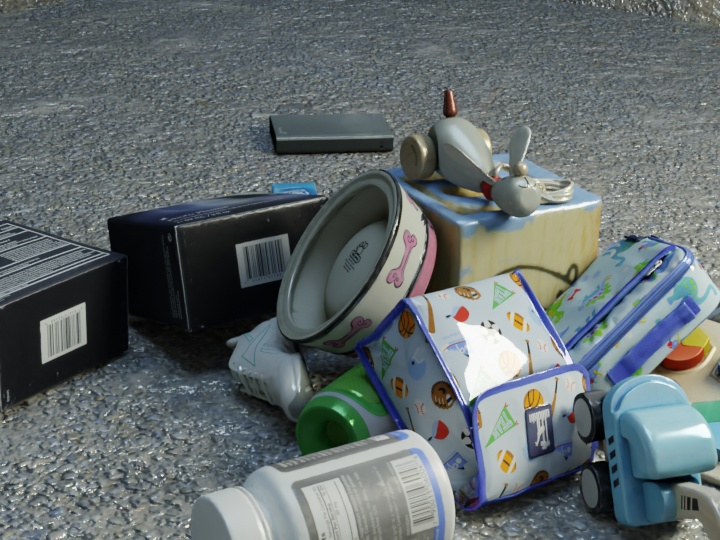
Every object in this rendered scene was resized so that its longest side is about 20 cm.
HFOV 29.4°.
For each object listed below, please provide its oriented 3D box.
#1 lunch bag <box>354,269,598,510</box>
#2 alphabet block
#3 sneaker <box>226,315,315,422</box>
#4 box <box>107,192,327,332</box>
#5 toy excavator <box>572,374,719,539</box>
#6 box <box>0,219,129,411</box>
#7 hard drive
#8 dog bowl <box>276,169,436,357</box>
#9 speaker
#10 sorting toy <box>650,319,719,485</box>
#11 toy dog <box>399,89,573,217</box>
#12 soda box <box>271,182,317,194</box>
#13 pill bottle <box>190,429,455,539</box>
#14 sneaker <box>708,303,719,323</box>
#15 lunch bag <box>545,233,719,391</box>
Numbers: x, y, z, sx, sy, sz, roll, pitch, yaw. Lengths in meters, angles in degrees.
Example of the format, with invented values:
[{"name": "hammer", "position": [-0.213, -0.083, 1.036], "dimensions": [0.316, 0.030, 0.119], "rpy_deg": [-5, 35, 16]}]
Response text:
[{"name": "lunch bag", "position": [0.121, 0.115, 1.299], "dimensions": [0.169, 0.124, 0.202], "rpy_deg": [-11, 66, -38]}, {"name": "alphabet block", "position": [0.136, -0.001, 1.535], "dimensions": [0.193, 0.203, 0.196], "rpy_deg": [-10, 24, -23]}, {"name": "sneaker", "position": [-0.093, 0.112, 1.440], "dimensions": [0.079, 0.071, 0.200], "rpy_deg": [-17, 21, -7]}, {"name": "box", "position": [-0.162, -0.017, 1.590], "dimensions": [0.198, 0.125, 0.198], "rpy_deg": [-13, 10, -31]}, {"name": "toy excavator", "position": [0.274, 0.187, 1.189], "dimensions": [0.099, 0.197, 0.200], "rpy_deg": [-5, -5, -15]}, {"name": "box", "position": [-0.390, 0.042, 1.503], "dimensions": [0.196, 0.125, 0.199], "rpy_deg": [16, 25, 30]}, {"name": "hard drive", "position": [-0.052, -0.232, 2.319], "dimensions": [0.197, 0.033, 0.140], "rpy_deg": [-2, 22, -8]}, {"name": "dog bowl", "position": [0.000, 0.000, 1.424], "dimensions": [0.073, 0.201, 0.200], "rpy_deg": [32, 9, -25]}, {"name": "speaker", "position": [0.019, 0.129, 1.364], "dimensions": [0.088, 0.090, 0.199], "rpy_deg": [13, 25, 28]}, {"name": "sorting toy", "position": [0.336, 0.118, 1.378], "dimensions": [0.198, 0.037, 0.185], "rpy_deg": [16, 52, 36]}, {"name": "toy dog", "position": [0.127, -0.130, 1.454], "dimensions": [0.198, 0.098, 0.131], "rpy_deg": [19, 28, 38]}, {"name": "soda box", "position": [-0.083, -0.054, 1.830], "dimensions": [0.063, 0.069, 0.200], "rpy_deg": [-2, 22, -7]}, {"name": "pill bottle", "position": [-0.031, 0.208, 1.127], "dimensions": [0.198, 0.115, 0.114], "rpy_deg": [-11, 25, -28]}, {"name": "sneaker", "position": [0.467, 0.073, 1.524], "dimensions": [0.197, 0.074, 0.082], "rpy_deg": [3, 12, 4]}, {"name": "lunch bag", "position": [0.263, 0.054, 1.410], "dimensions": [0.200, 0.083, 0.161], "rpy_deg": [-43, 18, -4]}]
